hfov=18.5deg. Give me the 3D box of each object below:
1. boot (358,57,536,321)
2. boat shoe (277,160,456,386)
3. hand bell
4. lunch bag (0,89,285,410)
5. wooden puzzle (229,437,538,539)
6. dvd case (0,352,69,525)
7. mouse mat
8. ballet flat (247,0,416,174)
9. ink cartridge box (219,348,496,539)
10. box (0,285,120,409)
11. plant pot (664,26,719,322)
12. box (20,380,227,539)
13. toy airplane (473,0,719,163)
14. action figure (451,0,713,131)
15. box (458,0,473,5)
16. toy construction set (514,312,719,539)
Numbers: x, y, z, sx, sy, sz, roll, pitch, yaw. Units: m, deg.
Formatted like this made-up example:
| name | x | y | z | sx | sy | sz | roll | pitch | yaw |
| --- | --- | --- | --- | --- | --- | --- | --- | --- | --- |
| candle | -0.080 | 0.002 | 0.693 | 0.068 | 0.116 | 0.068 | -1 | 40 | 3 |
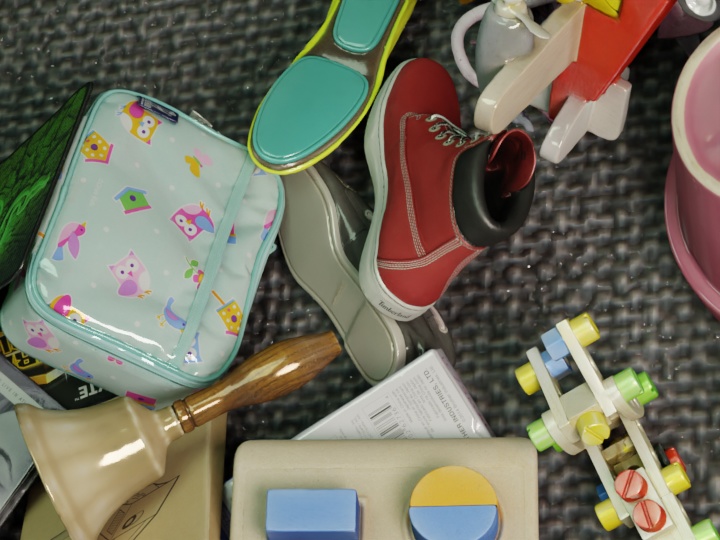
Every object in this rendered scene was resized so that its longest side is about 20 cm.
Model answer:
| name | x | y | z | sx | sy | sz | roll | pitch | yaw |
| --- | --- | --- | --- | --- | --- | --- | --- | --- | --- |
| boot | 0.066 | -0.081 | 1.424 | 0.144 | 0.072 | 0.201 | -41 | 34 | 43 |
| boat shoe | 0.000 | 0.000 | 1.484 | 0.067 | 0.057 | 0.200 | -57 | 47 | 35 |
| hand bell | -0.103 | 0.089 | 1.381 | 0.199 | 0.104 | 0.104 | -25 | 60 | -5 |
| lunch bag | -0.137 | -0.016 | 1.466 | 0.160 | 0.077 | 0.201 | 25 | 57 | -13 |
| wooden puzzle | 0.012 | 0.180 | 1.292 | 0.184 | 0.046 | 0.201 | -1 | 58 | 5 |
| dvd case | -0.299 | 0.142 | 1.515 | 0.149 | 0.016 | 0.200 | 35 | 88 | 33 |
| mouse mat | -0.245 | -0.030 | 1.494 | 0.200 | 0.008 | 0.161 | -34 | 33 | 52 |
| ballet flat | -0.012 | -0.134 | 1.521 | 0.067 | 0.067 | 0.200 | 23 | 67 | 13 |
| ink cartridge box | -0.002 | 0.151 | 1.399 | 0.200 | 0.042 | 0.120 | -33 | 85 | 5 |
| box | -0.215 | 0.043 | 1.555 | 0.199 | 0.049 | 0.160 | -20 | 61 | 15 |
| plant pot | 0.266 | -0.064 | 1.314 | 0.199 | 0.179 | 0.201 | -8 | 67 | 19 |
| box | -0.156 | 0.162 | 1.423 | 0.163 | 0.021 | 0.200 | -33 | 24 | 15 |
| toy airplane | 0.132 | -0.164 | 1.304 | 0.141 | 0.200 | 0.199 | 39 | 96 | 2 |
| action figure | 0.160 | -0.190 | 1.441 | 0.200 | 0.149 | 0.134 | -41 | 52 | 19 |
| box | 0.114 | -0.237 | 1.456 | 0.041 | 0.200 | 0.119 | 45 | 81 | -11 |
| toy construction set | 0.157 | 0.134 | 1.308 | 0.092 | 0.131 | 0.201 | -17 | 63 | 17 |
